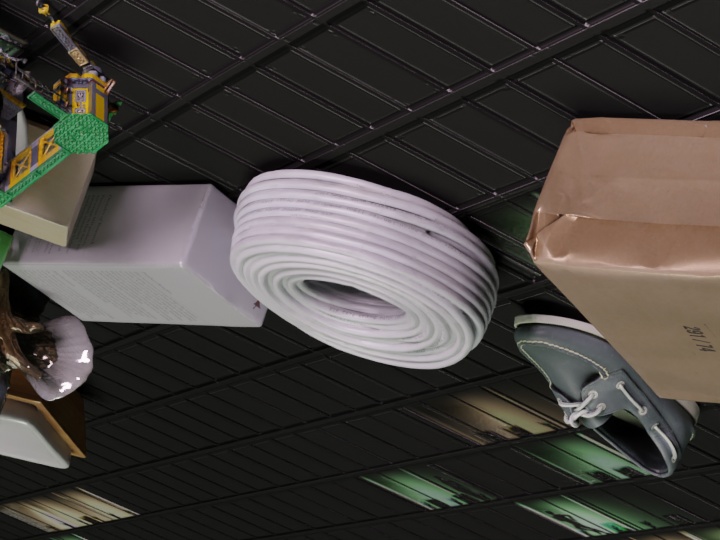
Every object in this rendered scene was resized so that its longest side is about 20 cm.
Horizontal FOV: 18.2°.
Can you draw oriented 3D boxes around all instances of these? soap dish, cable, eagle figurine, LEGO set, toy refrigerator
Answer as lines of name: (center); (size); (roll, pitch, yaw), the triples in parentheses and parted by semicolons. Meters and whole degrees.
soap dish: (-0.377, 0.121, 2.233); (0.199, 0.082, 0.158); (13, 159, 16)
cable: (0.000, 0.000, 1.601); (0.199, 0.070, 0.200); (22, 160, -9)
eagle figurine: (-0.318, 0.046, 1.823); (0.151, 0.152, 0.200); (-22, -175, -21)
LEGO set: (-0.259, -0.138, 1.464); (0.199, 0.116, 0.154); (26, 130, -30)
toy refrigerator: (-0.295, -0.089, 1.634); (0.199, 0.070, 0.076); (20, 167, -4)

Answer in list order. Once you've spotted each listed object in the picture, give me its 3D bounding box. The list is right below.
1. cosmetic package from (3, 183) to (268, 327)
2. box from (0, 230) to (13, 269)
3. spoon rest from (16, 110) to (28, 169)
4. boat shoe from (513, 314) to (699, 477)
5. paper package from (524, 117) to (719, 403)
cosmetic package: (-0.165, -0.012, 1.712); (0.199, 0.072, 0.101); (2, 153, 40)
box: (-0.357, -0.048, 1.718); (0.199, 0.118, 0.048); (16, 154, 7)
spoon rest: (-0.325, -0.080, 1.546); (0.199, 0.100, 0.061); (-14, -171, -17)
boat shoe: (0.184, 0.094, 1.697); (0.073, 0.062, 0.200); (-4, 151, 46)
paper package: (0.231, -0.001, 1.349); (0.190, 0.104, 0.200); (4, 155, 35)
